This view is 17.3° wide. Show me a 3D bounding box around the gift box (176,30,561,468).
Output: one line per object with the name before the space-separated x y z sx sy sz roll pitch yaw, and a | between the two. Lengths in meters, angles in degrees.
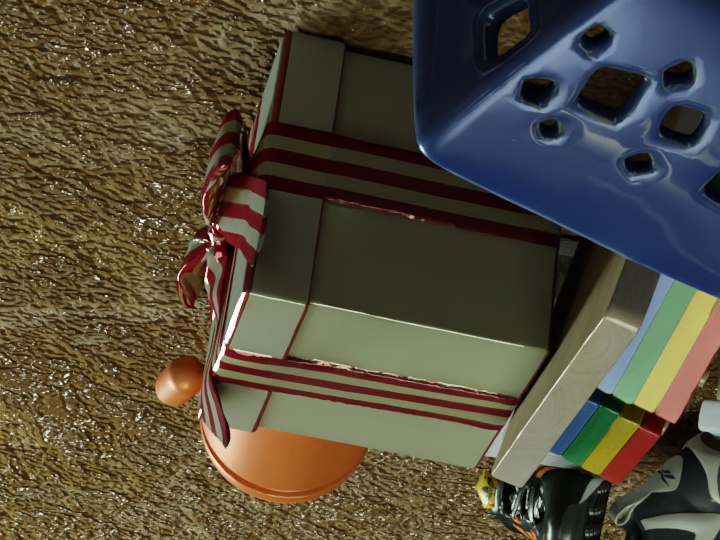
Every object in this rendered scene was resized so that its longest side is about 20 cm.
gift box | 0.000 0.000 1.271 0.187 0.200 0.185 12 145 -6

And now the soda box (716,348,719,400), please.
soda box | 0.265 0.025 1.379 0.064 0.068 0.200 10 151 -5

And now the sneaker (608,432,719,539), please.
sneaker | 0.231 0.212 1.603 0.130 0.079 0.199 -27 121 -4

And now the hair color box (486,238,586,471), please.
hair color box | 0.138 0.057 1.474 0.099 0.061 0.200 9 152 -3

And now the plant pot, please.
plant pot | 0.151 -0.130 1.007 0.200 0.200 0.180 23 140 -27

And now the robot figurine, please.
robot figurine | -0.044 0.074 1.493 0.144 0.117 0.200 -28 159 -20

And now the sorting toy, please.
sorting toy | 0.155 0.000 1.212 0.070 0.200 0.199 25 150 -1

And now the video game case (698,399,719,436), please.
video game case | 0.302 0.099 1.327 0.182 0.022 0.200 11 177 -6

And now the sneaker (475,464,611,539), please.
sneaker | 0.119 0.160 1.592 0.090 0.070 0.200 11 -177 7

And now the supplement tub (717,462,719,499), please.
supplement tub | 0.318 0.152 1.529 0.200 0.107 0.107 20 150 -40
